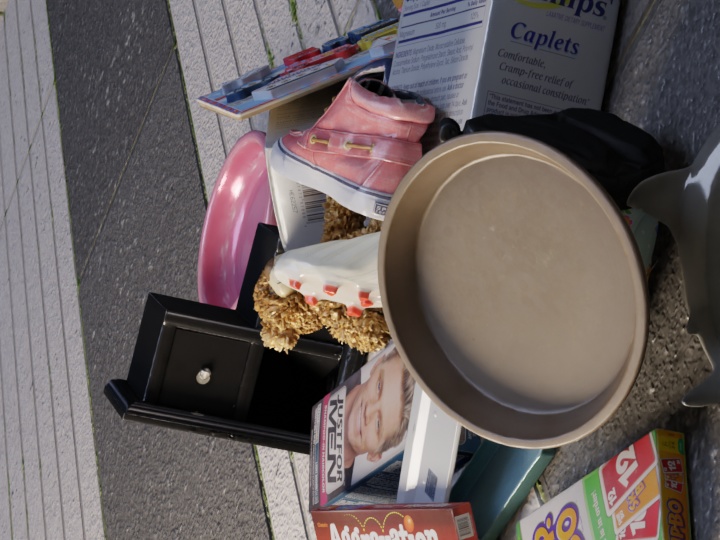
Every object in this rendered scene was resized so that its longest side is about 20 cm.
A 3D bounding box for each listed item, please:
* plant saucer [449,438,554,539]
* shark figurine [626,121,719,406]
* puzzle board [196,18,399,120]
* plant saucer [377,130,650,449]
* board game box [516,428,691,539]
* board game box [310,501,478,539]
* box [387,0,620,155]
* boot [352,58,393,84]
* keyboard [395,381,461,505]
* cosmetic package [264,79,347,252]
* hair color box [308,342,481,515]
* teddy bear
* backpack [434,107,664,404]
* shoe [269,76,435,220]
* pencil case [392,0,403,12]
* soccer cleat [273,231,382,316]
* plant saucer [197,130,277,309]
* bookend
[{"bbox_3d":[0.089,0.172,1.519,0.070,0.019,0.200,-102,32,-46],"label":"plant saucer"},{"bbox_3d":[0.202,-0.015,1.248,0.128,0.089,0.215,160,122,-66],"label":"shark figurine"},{"bbox_3d":[-0.035,-0.178,1.792,0.017,0.200,0.151,70,167,-14],"label":"puzzle board"},{"bbox_3d":[0.096,0.011,1.274,0.200,0.029,0.201,14,112,36],"label":"plant saucer"},{"bbox_3d":[0.152,0.183,1.350,0.200,0.030,0.096,131,145,-55],"label":"board game box"},{"bbox_3d":[0.030,0.226,1.547,0.200,0.019,0.103,-12,90,58],"label":"board game box"},{"bbox_3d":[0.100,-0.147,1.541,0.184,0.105,0.201,-177,98,-69],"label":"box"},{"bbox_3d":[0.022,-0.142,1.751,0.200,0.090,0.073,160,119,-65],"label":"boot"},{"bbox_3d":[0.049,0.152,1.518,0.056,0.011,0.201,41,134,43],"label":"keyboard"},{"bbox_3d":[-0.039,-0.100,1.799,0.200,0.074,0.102,-94,-5,-69],"label":"cosmetic package"},{"bbox_3d":[0.025,0.125,1.645,0.200,0.060,0.100,139,138,-55],"label":"hair color box"},{"bbox_3d":[0.000,0.000,1.656,0.199,0.067,0.145,5,78,28],"label":"teddy bear"},{"bbox_3d":[0.114,0.002,1.363,0.127,0.167,0.201,41,124,47],"label":"backpack"},{"bbox_3d":[-0.004,-0.101,1.551,0.200,0.071,0.091,31,109,62],"label":"shoe"},{"bbox_3d":[0.091,-0.277,1.662,0.200,0.086,0.083,-44,51,54],"label":"pencil case"},{"bbox_3d":[0.031,-0.008,1.581,0.069,0.199,0.078,46,-130,-61],"label":"soccer cleat"},{"bbox_3d":[-0.106,-0.038,2.071,0.200,0.051,0.201,-167,90,-68],"label":"plant saucer"},{"bbox_3d":[-0.097,0.043,1.803,0.092,0.198,0.201,-147,71,-69],"label":"bookend"}]
